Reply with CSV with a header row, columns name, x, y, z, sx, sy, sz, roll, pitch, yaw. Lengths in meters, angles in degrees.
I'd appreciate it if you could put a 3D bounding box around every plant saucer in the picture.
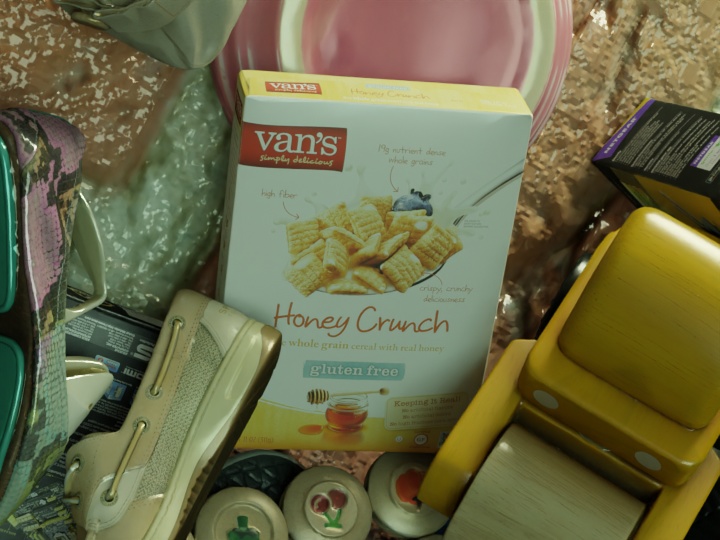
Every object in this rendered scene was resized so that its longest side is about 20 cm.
name,x,y,z,sx,sy,sz,roll,pitch,yaw
plant saucer,0.023,-0.122,0.916,0.200,0.051,0.201,-4,103,-18

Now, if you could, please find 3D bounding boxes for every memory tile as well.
name,x,y,z,sx,sy,sz,roll,pitch,yaw
memory tile,-0.025,0.176,0.901,0.200,0.017,0.153,-10,75,-24

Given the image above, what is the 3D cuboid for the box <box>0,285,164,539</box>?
name,x,y,z,sx,sy,sz,roll,pitch,yaw
box,-0.194,0.074,0.883,0.200,0.049,0.161,22,91,-22

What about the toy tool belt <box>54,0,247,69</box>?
name,x,y,z,sx,sy,sz,roll,pitch,yaw
toy tool belt,-0.092,-0.203,0.821,0.123,0.125,0.200,22,93,-30

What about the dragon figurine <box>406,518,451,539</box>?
name,x,y,z,sx,sy,sz,roll,pitch,yaw
dragon figurine,0.024,0.178,0.974,0.099,0.059,0.200,-10,104,-17

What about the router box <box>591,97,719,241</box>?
name,x,y,z,sx,sy,sz,roll,pitch,yaw
router box,0.236,-0.003,0.957,0.200,0.157,0.052,43,86,-21

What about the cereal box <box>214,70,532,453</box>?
name,x,y,z,sx,sy,sz,roll,pitch,yaw
cereal box,0.000,0.000,0.901,0.144,0.040,0.200,2,118,-10

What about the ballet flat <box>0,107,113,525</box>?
name,x,y,z,sx,sy,sz,roll,pitch,yaw
ballet flat,-0.151,0.024,0.835,0.071,0.069,0.200,-2,98,-40

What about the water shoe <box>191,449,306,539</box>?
name,x,y,z,sx,sy,sz,roll,pitch,yaw
water shoe,-0.098,0.176,0.930,0.071,0.079,0.200,41,60,-3

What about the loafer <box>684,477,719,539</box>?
name,x,y,z,sx,sy,sz,roll,pitch,yaw
loafer,0.176,0.189,1.032,0.200,0.073,0.071,-37,132,0

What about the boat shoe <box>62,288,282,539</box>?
name,x,y,z,sx,sy,sz,roll,pitch,yaw
boat shoe,-0.109,0.103,0.846,0.065,0.072,0.200,27,75,4

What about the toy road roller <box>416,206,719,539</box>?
name,x,y,z,sx,sy,sz,roll,pitch,yaw
toy road roller,0.128,0.060,0.871,0.123,0.146,0.200,31,62,10
